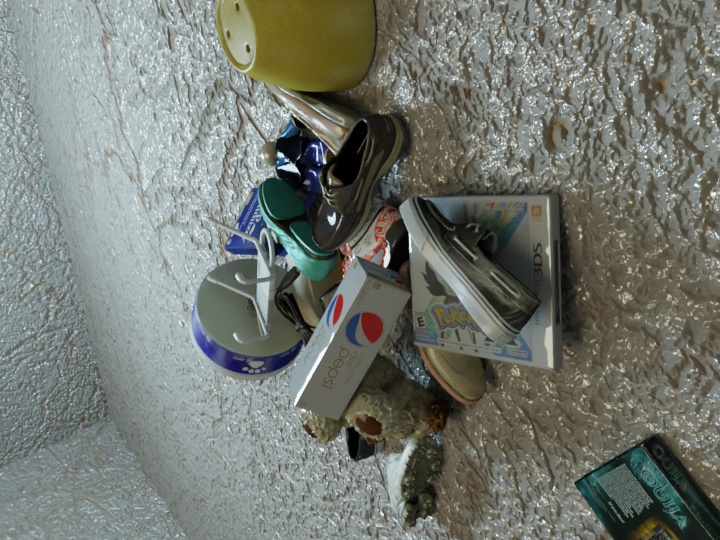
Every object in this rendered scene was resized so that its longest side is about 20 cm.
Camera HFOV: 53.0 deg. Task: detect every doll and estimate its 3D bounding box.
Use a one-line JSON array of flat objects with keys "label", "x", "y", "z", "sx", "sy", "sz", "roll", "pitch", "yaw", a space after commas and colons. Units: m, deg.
[{"label": "doll", "x": -0.088, "y": -0.168, "z": 1.082, "sx": 0.200, "sy": 0.048, "sz": 0.137, "roll": 21, "pitch": 116, "yaw": 50}]

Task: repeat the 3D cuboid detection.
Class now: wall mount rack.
[{"label": "wall mount rack", "x": -0.184, "y": 0.010, "z": 1.120, "sx": 0.174, "sy": 0.074, "sz": 0.201, "roll": -123, "pitch": 33, "yaw": -46}]

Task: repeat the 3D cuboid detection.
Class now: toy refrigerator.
[{"label": "toy refrigerator", "x": -0.057, "y": 0.041, "z": 1.155, "sx": 0.076, "sy": 0.070, "sz": 0.201, "roll": 13, "pitch": 119, "yaw": 61}]

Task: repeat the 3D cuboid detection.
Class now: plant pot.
[{"label": "plant pot", "x": -0.097, "y": -0.313, "z": 0.909, "sx": 0.200, "sy": 0.142, "sz": 0.201, "roll": 37, "pitch": 138, "yaw": 42}]

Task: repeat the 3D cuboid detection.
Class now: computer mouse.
[{"label": "computer mouse", "x": -0.035, "y": 0.029, "z": 1.070, "sx": 0.141, "sy": 0.046, "sz": 0.200, "roll": 49, "pitch": 117, "yaw": 7}]

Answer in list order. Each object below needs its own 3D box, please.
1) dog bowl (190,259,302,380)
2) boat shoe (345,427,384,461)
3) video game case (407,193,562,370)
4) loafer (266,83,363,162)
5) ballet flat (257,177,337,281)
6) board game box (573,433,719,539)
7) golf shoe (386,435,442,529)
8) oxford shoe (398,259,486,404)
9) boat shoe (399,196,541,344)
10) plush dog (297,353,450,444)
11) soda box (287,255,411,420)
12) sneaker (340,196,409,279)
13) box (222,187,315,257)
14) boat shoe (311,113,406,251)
[{"label": "dog bowl", "x": -0.187, "y": 0.081, "z": 1.240, "sx": 0.200, "sy": 0.199, "sz": 0.079, "roll": 54, "pitch": 145, "yaw": 21}, {"label": "boat shoe", "x": -0.011, "y": 0.231, "z": 1.205, "sx": 0.070, "sy": 0.066, "sz": 0.201, "roll": 24, "pitch": 129, "yaw": 49}, {"label": "video game case", "x": 0.134, "y": 0.007, "z": 0.812, "sx": 0.199, "sy": 0.022, "sz": 0.183, "roll": 5, "pitch": 101, "yaw": 47}, {"label": "loafer", "x": -0.071, "y": -0.213, "z": 0.993, "sx": 0.200, "sy": 0.072, "sz": 0.063, "roll": 37, "pitch": 115, "yaw": 37}, {"label": "ballet flat", "x": -0.101, "y": -0.055, "z": 1.057, "sx": 0.200, "sy": 0.067, "sz": 0.071, "roll": 51, "pitch": 139, "yaw": 36}, {"label": "board game box", "x": 0.325, "y": 0.282, "z": 0.749, "sx": 0.200, "sy": 0.028, "sz": 0.135, "roll": 56, "pitch": 148, "yaw": 19}, {"label": "golf shoe", "x": 0.069, "y": 0.314, "z": 1.132, "sx": 0.097, "sy": 0.078, "sz": 0.201, "roll": 47, "pitch": 143, "yaw": 41}, {"label": "oxford shoe", "x": 0.113, "y": 0.071, "z": 0.906, "sx": 0.074, "sy": 0.071, "sz": 0.201, "roll": -30, "pitch": 85, "yaw": 54}, {"label": "boat shoe", "x": 0.119, "y": -0.016, "z": 0.768, "sx": 0.071, "sy": 0.072, "sz": 0.200, "roll": -45, "pitch": 62, "yaw": 17}, {"label": "plush dog", "x": 0.034, "y": 0.185, "z": 1.035, "sx": 0.171, "sy": 0.161, "sz": 0.200, "roll": 35, "pitch": 148, "yaw": -27}, {"label": "soda box", "x": -0.017, "y": 0.087, "z": 0.919, "sx": 0.201, "sy": 0.068, "sz": 0.064, "roll": -61, "pitch": 24, "yaw": 16}, {"label": "sneaker", "x": 0.001, "y": 0.000, "z": 0.986, "sx": 0.108, "sy": 0.067, "sz": 0.202, "roll": 43, "pitch": 114, "yaw": 39}, {"label": "box", "x": -0.153, "y": -0.083, "z": 1.186, "sx": 0.032, "sy": 0.122, "sz": 0.200, "roll": 31, "pitch": 165, "yaw": -31}, {"label": "boat shoe", "x": -0.020, "y": -0.115, "z": 0.922, "sx": 0.075, "sy": 0.073, "sz": 0.201, "roll": 47, "pitch": 119, "yaw": 37}]
